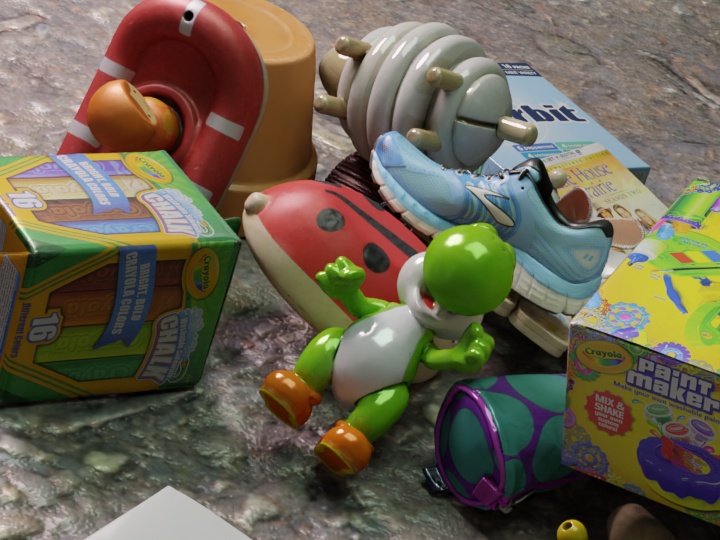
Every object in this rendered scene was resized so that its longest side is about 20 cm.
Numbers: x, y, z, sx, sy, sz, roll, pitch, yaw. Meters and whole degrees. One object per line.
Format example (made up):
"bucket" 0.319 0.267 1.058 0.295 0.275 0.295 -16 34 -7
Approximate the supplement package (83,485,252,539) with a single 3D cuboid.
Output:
"supplement package" -0.101 0.226 0.937 0.120 0.201 0.121 30 30 21

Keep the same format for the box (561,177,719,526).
"box" 0.262 0.061 1.309 0.199 0.122 0.193 21 41 26

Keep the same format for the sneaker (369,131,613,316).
"sneaker" 0.100 -0.052 1.498 0.200 0.090 0.078 31 17 8

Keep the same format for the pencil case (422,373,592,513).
"pencil case" 0.144 0.115 1.397 0.199 0.085 0.093 -3 72 -36

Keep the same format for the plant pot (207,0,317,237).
"plant pot" -0.118 -0.137 1.631 0.199 0.140 0.200 15 29 -8

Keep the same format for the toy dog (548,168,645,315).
"toy dog" 0.192 -0.017 1.574 0.200 0.096 0.132 49 16 15

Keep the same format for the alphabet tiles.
"alphabet tiles" 0.124 0.006 1.568 0.195 0.015 0.200 38 16 -2

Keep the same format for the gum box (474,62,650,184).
"gum box" 0.139 -0.125 1.859 0.169 0.045 0.200 -4 35 -35

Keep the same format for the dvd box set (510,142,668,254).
"dvd box set" 0.223 -0.022 1.697 0.146 0.029 0.200 -17 57 -48

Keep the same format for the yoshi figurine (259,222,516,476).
"yoshi figurine" 0.031 0.036 1.350 0.200 0.113 0.112 -45 35 -16

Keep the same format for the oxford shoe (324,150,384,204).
"oxford shoe" 0.035 -0.068 1.678 0.070 0.075 0.200 35 53 29

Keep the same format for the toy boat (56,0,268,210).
"toy boat" -0.157 -0.107 1.480 0.130 0.201 0.131 26 1 16

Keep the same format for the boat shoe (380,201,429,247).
"boat shoe" 0.038 -0.022 1.595 0.199 0.068 0.072 1 32 -39

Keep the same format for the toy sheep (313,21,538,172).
"toy sheep" 0.050 -0.132 1.596 0.200 0.138 0.138 27 29 30

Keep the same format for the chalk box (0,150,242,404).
"chalk box" -0.167 0.001 1.375 0.199 0.125 0.124 -4 35 -33

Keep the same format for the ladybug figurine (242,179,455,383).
"ladybug figurine" 0.000 0.000 1.456 0.200 0.072 0.136 36 27 -29

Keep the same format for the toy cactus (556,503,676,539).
"toy cactus" 0.191 0.193 1.297 0.199 0.103 0.165 3 21 -10
